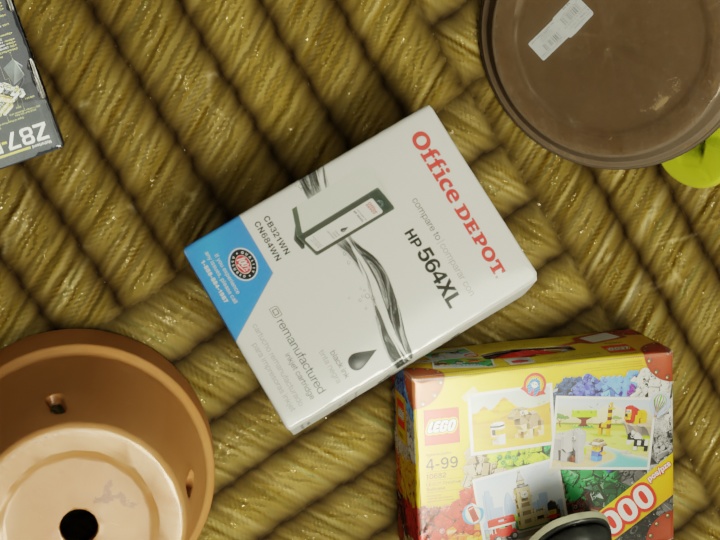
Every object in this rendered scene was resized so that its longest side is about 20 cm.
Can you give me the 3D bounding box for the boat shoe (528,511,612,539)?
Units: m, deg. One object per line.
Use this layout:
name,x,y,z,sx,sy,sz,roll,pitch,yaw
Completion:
boat shoe,0.142,0.249,0.992,0.073,0.063,0.202,0,135,-15

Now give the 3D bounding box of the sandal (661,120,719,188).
sandal,0.259,-0.166,0.990,0.087,0.079,0.201,-26,124,-45

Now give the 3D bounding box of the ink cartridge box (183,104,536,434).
ink cartridge box,0.000,0.000,0.942,0.199,0.084,0.146,-32,83,-5

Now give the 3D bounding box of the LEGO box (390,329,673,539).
LEGO box,0.128,0.132,1.017,0.199,0.077,0.150,-5,101,-12

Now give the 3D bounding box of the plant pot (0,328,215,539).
plant pot,-0.192,0.151,0.916,0.199,0.140,0.201,-2,100,-11

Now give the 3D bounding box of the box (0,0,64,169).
box,-0.315,-0.126,0.890,0.199,0.049,0.162,-21,101,-9

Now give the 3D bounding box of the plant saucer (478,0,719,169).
plant saucer,0.177,-0.164,0.951,0.199,0.029,0.201,8,113,19
